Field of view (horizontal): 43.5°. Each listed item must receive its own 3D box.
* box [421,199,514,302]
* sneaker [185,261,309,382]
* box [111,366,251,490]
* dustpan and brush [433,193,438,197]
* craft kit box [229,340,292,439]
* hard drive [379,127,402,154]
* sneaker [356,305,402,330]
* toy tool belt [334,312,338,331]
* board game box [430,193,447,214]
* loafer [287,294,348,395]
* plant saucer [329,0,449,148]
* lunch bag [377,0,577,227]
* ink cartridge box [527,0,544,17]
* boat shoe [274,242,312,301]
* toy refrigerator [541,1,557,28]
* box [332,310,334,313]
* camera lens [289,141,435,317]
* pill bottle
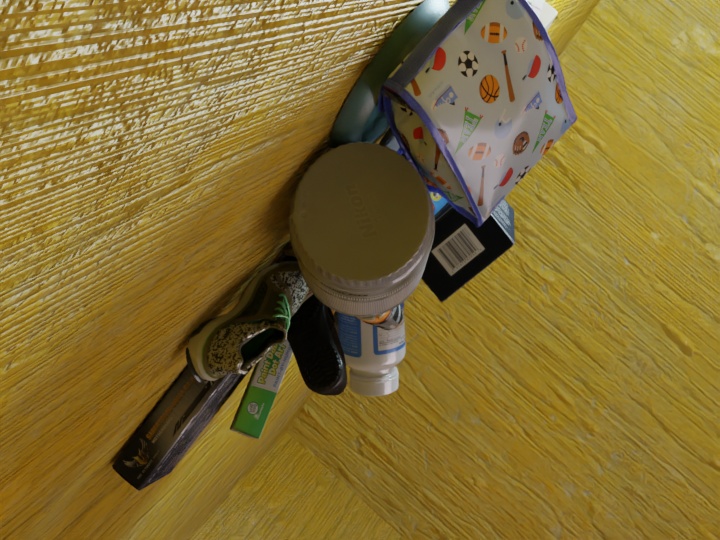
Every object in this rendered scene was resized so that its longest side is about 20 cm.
[{"bbox_3d":[0.157,-0.064,1.428,0.148,0.107,0.200,-40,-173,18],"label":"box"},{"bbox_3d":[-0.105,0.064,1.039,0.200,0.087,0.078,-46,132,-37],"label":"sneaker"},{"bbox_3d":[-0.223,0.181,1.175,0.201,0.048,0.158,-52,176,-1],"label":"box"},{"bbox_3d":[0.120,-0.211,1.202,0.140,0.056,0.202,-52,134,-25],"label":"dustpan and brush"},{"bbox_3d":[-0.133,0.142,1.310,0.198,0.048,0.204,122,-11,-78],"label":"craft kit box"},{"bbox_3d":[0.061,-0.184,1.094,0.201,0.025,0.133,-51,-172,47],"label":"hard drive"},{"bbox_3d":[0.000,0.000,1.213,0.077,0.203,0.077,-31,143,14],"label":"sneaker"},{"bbox_3d":[-0.037,0.068,1.562,0.123,0.123,0.204,-7,-117,70],"label":"toy tool belt"},{"bbox_3d":[0.082,-0.110,1.445,0.196,0.056,0.200,-45,-172,-12],"label":"board game box"},{"bbox_3d":[-0.066,0.082,1.188,0.071,0.203,0.072,-19,147,5],"label":"loafer"},{"bbox_3d":[0.039,-0.205,0.971,0.201,0.027,0.200,-51,175,-6],"label":"plant saucer"},{"bbox_3d":[0.112,-0.180,0.919,0.171,0.123,0.201,-48,142,-8],"label":"lunch bag"},{"bbox_3d":[0.176,-0.279,1.128,0.201,0.066,0.119,-62,173,-61],"label":"ink cartridge box"},{"bbox_3d":[-0.069,-0.007,1.142,0.200,0.072,0.072,-45,175,-8],"label":"boat shoe"},{"bbox_3d":[0.220,-0.336,1.375,0.070,0.076,0.201,-48,173,-26],"label":"toy refrigerator"},{"bbox_3d":[-0.060,0.035,1.380,0.201,0.040,0.122,112,-11,-67],"label":"box"},{"bbox_3d":[0.002,-0.040,1.005,0.161,0.159,0.200,-50,173,-9],"label":"camera lens"},{"bbox_3d":[0.017,0.092,1.452,0.112,0.110,0.205,-37,127,-67],"label":"pill bottle"}]
